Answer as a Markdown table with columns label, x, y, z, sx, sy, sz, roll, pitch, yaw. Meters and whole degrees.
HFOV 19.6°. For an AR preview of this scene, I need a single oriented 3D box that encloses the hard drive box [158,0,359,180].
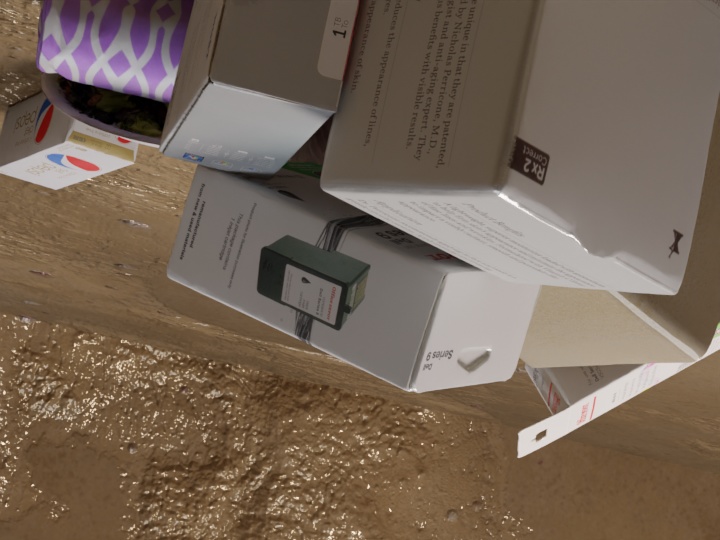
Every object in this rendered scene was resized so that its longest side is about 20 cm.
| label | x | y | z | sx | sy | sz | roll | pitch | yaw |
| --- | --- | --- | --- | --- | --- | --- | --- | --- | --- |
| hard drive box | -0.056 | -0.153 | 1.245 | 0.077 | 0.156 | 0.200 | 14 | 169 | -10 |

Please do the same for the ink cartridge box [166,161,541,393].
| label | x | y | z | sx | sy | sz | roll | pitch | yaw |
| --- | --- | --- | --- | --- | --- | --- | --- | --- | --- |
| ink cartridge box | 0.000 | 0.000 | 1.356 | 0.200 | 0.084 | 0.146 | 24 | -165 | 28 |

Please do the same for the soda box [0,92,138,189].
| label | x | y | z | sx | sy | sz | roll | pitch | yaw |
| --- | --- | --- | --- | --- | --- | --- | --- | --- | --- |
| soda box | -0.260 | -0.121 | 1.850 | 0.068 | 0.064 | 0.200 | 17 | 167 | -26 |

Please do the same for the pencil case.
| label | x | y | z | sx | sy | sz | roll | pitch | yaw |
| --- | --- | --- | --- | --- | --- | --- | --- | --- | --- |
| pencil case | -0.134 | -0.162 | 1.479 | 0.200 | 0.084 | 0.086 | 14 | -155 | -1 |

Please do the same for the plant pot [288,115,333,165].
| label | x | y | z | sx | sy | sz | roll | pitch | yaw |
| --- | --- | --- | --- | --- | --- | --- | --- | --- | --- |
| plant pot | 0.030 | -0.082 | 1.555 | 0.201 | 0.201 | 0.093 | 10 | 132 | 6 |

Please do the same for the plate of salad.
| label | x | y | z | sx | sy | sz | roll | pitch | yaw |
| --- | --- | --- | --- | --- | --- | --- | --- | --- | --- |
| plate of salad | -0.137 | -0.137 | 1.550 | 0.200 | 0.048 | 0.200 | 10 | -156 | -4 |

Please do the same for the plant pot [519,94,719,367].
| label | x | y | z | sx | sy | sz | roll | pitch | yaw |
| --- | --- | --- | --- | --- | --- | --- | --- | --- | --- |
| plant pot | 0.146 | -0.064 | 1.443 | 0.177 | 0.200 | 0.200 | 33 | 160 | -26 |

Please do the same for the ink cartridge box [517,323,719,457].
| label | x | y | z | sx | sy | sz | roll | pitch | yaw |
| --- | --- | --- | --- | --- | --- | --- | --- | --- | --- |
| ink cartridge box | 0.192 | 0.061 | 1.594 | 0.200 | 0.067 | 0.117 | -29 | 165 | -5 |

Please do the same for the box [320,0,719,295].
| label | x | y | z | sx | sy | sz | roll | pitch | yaw |
| --- | --- | --- | --- | --- | --- | --- | --- | --- | --- |
| box | 0.102 | -0.108 | 1.197 | 0.131 | 0.200 | 0.199 | 5 | 167 | 39 |
